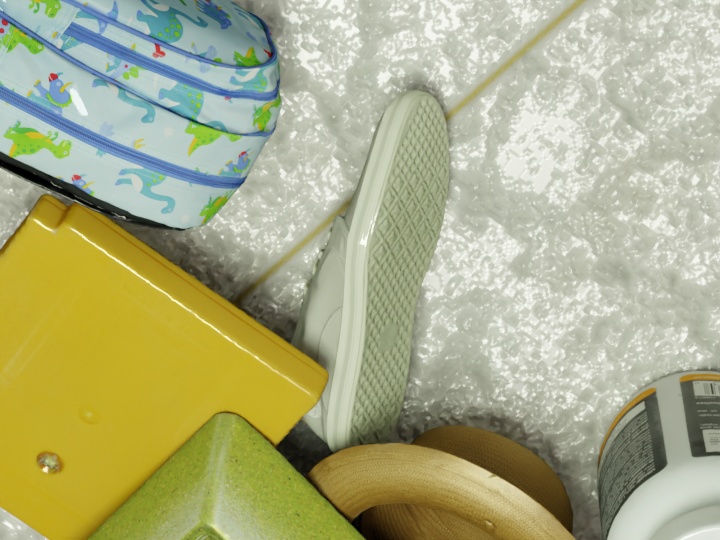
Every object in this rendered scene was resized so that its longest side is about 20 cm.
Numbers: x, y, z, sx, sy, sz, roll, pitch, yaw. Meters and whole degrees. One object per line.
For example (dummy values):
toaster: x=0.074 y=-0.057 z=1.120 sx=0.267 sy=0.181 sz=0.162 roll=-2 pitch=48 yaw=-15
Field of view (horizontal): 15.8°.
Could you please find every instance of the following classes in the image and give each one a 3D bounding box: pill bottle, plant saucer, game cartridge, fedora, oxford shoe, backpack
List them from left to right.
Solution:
backpack: x=-0.138 y=-0.100 z=1.292 sx=0.200 sy=0.163 sz=0.154 roll=41 pitch=97 yaw=-18
game cartridge: x=-0.138 y=0.067 z=1.367 sx=0.176 sy=0.032 sz=0.200 roll=35 pitch=127 yaw=-9
plant saucer: x=-0.067 y=0.208 z=1.355 sx=0.200 sy=0.048 sz=0.200 roll=44 pitch=115 yaw=-4
oxford shoe: x=0.000 y=0.000 z=1.363 sx=0.058 sy=0.075 sz=0.201 roll=23 pitch=109 yaw=34
fedora: x=0.059 y=0.146 z=1.377 sx=0.200 sy=0.082 sz=0.201 roll=17 pitch=138 yaw=16
pill bottle: x=0.180 y=0.135 z=1.323 sx=0.116 sy=0.200 sz=0.117 roll=1 pitch=108 yaw=3
